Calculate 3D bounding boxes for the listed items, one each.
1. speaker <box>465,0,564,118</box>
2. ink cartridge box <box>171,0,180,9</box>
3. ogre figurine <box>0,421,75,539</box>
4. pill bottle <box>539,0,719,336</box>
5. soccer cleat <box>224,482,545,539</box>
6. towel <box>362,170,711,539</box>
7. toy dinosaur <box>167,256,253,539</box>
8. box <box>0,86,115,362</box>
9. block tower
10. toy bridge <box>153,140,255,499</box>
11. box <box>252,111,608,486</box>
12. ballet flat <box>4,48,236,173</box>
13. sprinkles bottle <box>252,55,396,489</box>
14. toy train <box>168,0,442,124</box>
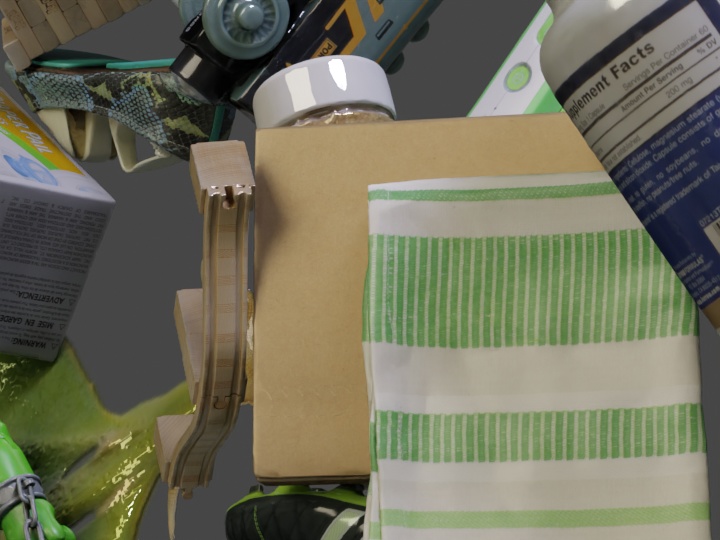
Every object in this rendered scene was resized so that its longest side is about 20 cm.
[{"bbox_3d":[0.111,-0.090,1.247,0.088,0.088,0.201,31,86,48],"label":"speaker"},{"bbox_3d":[-0.056,-0.240,1.430,0.200,0.196,0.043,-45,7,7],"label":"ink cartridge box"},{"bbox_3d":[-0.250,0.131,1.422,0.200,0.098,0.121,-34,61,41],"label":"ogre figurine"},{"bbox_3d":[0.144,-0.077,1.098,0.111,0.111,0.201,-35,85,18],"label":"pill bottle"},{"bbox_3d":[0.009,0.141,1.202,0.199,0.067,0.082,2,74,41],"label":"soccer cleat"},{"bbox_3d":[0.072,0.055,1.141,0.151,0.023,0.201,-4,74,10],"label":"towel"},{"bbox_3d":[-0.050,0.037,1.327,0.200,0.058,0.101,-40,44,14],"label":"toy dinosaur"},{"bbox_3d":[-0.240,-0.045,1.495,0.200,0.112,0.102,41,114,48],"label":"box"},{"bbox_3d":[-0.120,-0.187,1.493,0.199,0.058,0.054,-28,22,4],"label":"block tower"},{"bbox_3d":[-0.071,0.037,1.236,0.067,0.027,0.201,-107,20,-45],"label":"toy bridge"},{"bbox_3d":[0.049,0.011,1.186,0.198,0.021,0.165,-2,80,13],"label":"box"},{"bbox_3d":[-0.140,-0.090,1.490,0.199,0.074,0.075,10,69,54],"label":"ballet flat"},{"bbox_3d":[0.000,0.000,1.258,0.068,0.068,0.201,-24,67,28],"label":"sprinkles bottle"},{"bbox_3d":[-0.010,-0.154,1.381,0.200,0.114,0.085,-51,20,-3],"label":"toy train"}]
